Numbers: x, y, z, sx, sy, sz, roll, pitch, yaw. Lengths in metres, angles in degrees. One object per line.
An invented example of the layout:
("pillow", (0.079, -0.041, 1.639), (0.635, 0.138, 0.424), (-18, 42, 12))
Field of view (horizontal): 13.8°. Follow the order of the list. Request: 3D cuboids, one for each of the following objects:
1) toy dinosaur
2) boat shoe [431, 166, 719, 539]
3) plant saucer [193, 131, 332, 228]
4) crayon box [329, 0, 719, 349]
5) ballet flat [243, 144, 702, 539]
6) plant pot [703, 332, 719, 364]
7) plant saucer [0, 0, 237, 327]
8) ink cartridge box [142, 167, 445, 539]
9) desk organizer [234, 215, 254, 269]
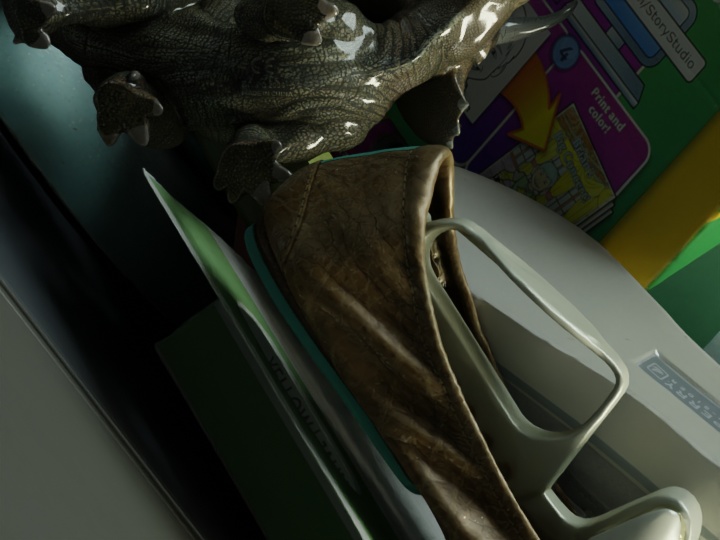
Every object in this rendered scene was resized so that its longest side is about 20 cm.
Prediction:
("toy dinosaur", (-0.044, -0.060, 0.849), (0.102, 0.200, 0.077), (-18, 110, -77))
("boat shoe", (0.066, 0.046, 0.838), (0.200, 0.069, 0.072), (37, 30, 15))
("plant saucer", (0.000, 0.000, 0.969), (0.200, 0.031, 0.200), (54, 4, -6))
("crayon box", (0.067, -0.078, 0.918), (0.058, 0.173, 0.200), (9, 40, -48))
("ballet flat", (0.044, 0.054, 0.781), (0.200, 0.072, 0.068), (62, 13, 4))
("plant pot", (0.147, -0.011, 1.075), (0.200, 0.134, 0.200), (33, -7, 4))
("plant saucer", (-0.095, -0.070, 0.996), (0.200, 0.036, 0.200), (55, 4, -6))
("ink cartridge box", (-0.011, 0.065, 0.870), (0.146, 0.048, 0.200), (58, 8, 23))
("desk organizer", (-0.021, -0.020, 1.157), (0.072, 0.077, 0.200), (50, 8, -51))
